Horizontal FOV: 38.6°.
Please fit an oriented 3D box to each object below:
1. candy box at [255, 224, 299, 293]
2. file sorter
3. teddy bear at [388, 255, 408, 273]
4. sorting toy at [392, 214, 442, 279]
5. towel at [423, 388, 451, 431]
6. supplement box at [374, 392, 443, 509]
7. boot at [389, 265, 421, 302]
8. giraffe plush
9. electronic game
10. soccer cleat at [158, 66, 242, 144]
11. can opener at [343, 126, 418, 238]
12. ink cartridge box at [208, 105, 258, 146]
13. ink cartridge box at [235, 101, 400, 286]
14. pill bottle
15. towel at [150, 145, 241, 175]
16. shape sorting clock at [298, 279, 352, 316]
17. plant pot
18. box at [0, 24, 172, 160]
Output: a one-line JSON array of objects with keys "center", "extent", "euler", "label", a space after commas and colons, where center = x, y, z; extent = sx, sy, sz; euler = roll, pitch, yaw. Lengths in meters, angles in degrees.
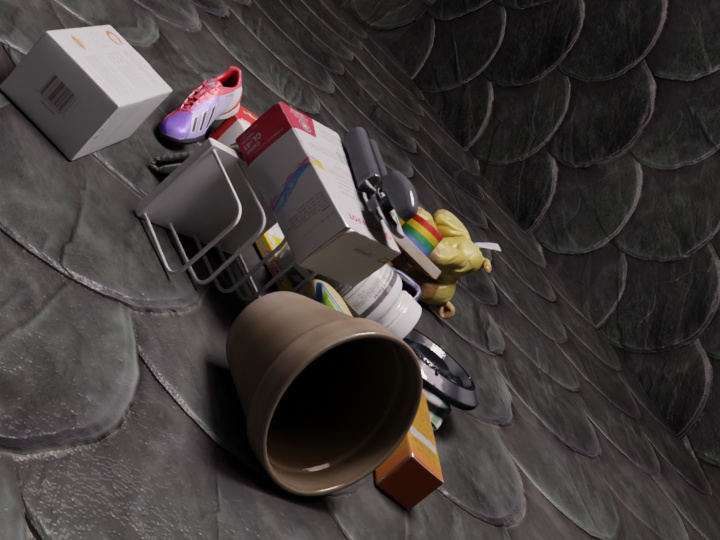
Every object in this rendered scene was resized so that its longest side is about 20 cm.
[{"center": [-0.107, -0.010, 1.524], "extent": [0.102, 0.026, 0.201], "euler": [31, 24, -52], "label": "candy box"}, {"center": [-0.154, -0.049, 1.302], "extent": [0.200, 0.139, 0.125], "euler": [25, 31, -53], "label": "file sorter"}, {"center": [0.016, 0.003, 1.723], "extent": [0.199, 0.067, 0.146], "euler": [1, 71, -54], "label": "teddy bear"}, {"center": [0.046, -0.096, 1.781], "extent": [0.199, 0.070, 0.200], "euler": [44, -5, -34], "label": "sorting toy"}, {"center": [0.054, 0.158, 1.561], "extent": [0.200, 0.031, 0.149], "euler": [48, 14, 6], "label": "towel"}, {"center": [0.056, 0.217, 1.350], "extent": [0.069, 0.066, 0.200], "euler": [41, 18, -23], "label": "supplement box"}, {"center": [0.000, 0.000, 1.577], "extent": [0.199, 0.073, 0.090], "euler": [29, -24, -4], "label": "boot"}, {"center": [0.145, -0.005, 1.955], "extent": [0.199, 0.163, 0.173], "euler": [18, 34, -19], "label": "giraffe plush"}, {"center": [0.102, 0.145, 1.584], "extent": [0.200, 0.042, 0.200], "euler": [37, 12, -9], "label": "electronic game"}, {"center": [-0.243, -0.254, 1.570], "extent": [0.068, 0.073, 0.200], "euler": [27, 35, 11], "label": "soccer cleat"}, {"center": [0.031, -0.119, 1.289], "extent": [0.053, 0.067, 0.201], "euler": [42, 21, -39], "label": "can opener"}, {"center": [-0.171, -0.180, 1.678], "extent": [0.116, 0.067, 0.200], "euler": [27, 26, -52], "label": "ink cartridge box"}, {"center": [-0.052, -0.093, 1.279], "extent": [0.147, 0.085, 0.201], "euler": [22, 37, -59], "label": "ink cartridge box"}, {"center": [-0.013, 0.017, 1.465], "extent": [0.200, 0.113, 0.113], "euler": [46, 16, -15], "label": "pill bottle"}, {"center": [-0.162, -0.147, 1.454], "extent": [0.192, 0.199, 0.035], "euler": [4, 81, -69], "label": "towel"}, {"center": [-0.034, 0.109, 1.338], "extent": [0.200, 0.039, 0.201], "euler": [57, 20, -34], "label": "shape sorting clock"}, {"center": [-0.059, 0.115, 1.126], "extent": [0.200, 0.200, 0.173], "euler": [32, 6, -43], "label": "plant pot"}, {"center": [-0.342, -0.231, 1.305], "extent": [0.124, 0.097, 0.200], "euler": [46, 17, -5], "label": "box"}]
